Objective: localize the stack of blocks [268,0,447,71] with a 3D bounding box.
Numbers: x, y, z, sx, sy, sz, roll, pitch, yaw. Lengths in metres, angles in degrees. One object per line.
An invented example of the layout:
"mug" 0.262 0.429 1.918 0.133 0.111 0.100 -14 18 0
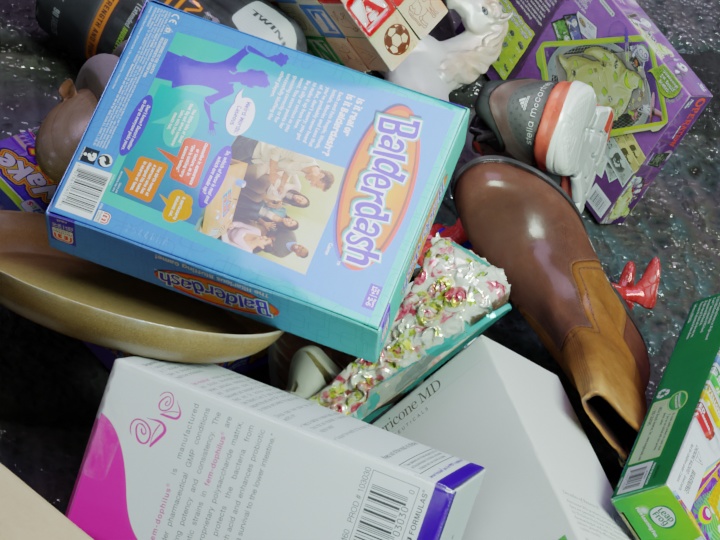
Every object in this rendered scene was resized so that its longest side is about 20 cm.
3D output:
"stack of blocks" -0.044 -0.196 1.883 0.059 0.200 0.115 -47 117 -18

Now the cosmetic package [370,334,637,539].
"cosmetic package" 0.089 0.151 1.623 0.085 0.108 0.201 28 28 -47

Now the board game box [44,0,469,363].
"board game box" -0.056 -0.052 1.602 0.199 0.045 0.153 20 64 8

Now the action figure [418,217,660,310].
"action figure" 0.094 -0.033 1.851 0.199 0.065 0.100 7 82 -18

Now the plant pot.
"plant pot" -0.137 0.012 1.614 0.199 0.028 0.200 16 13 -4

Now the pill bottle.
"pill bottle" -0.108 -0.147 1.862 0.200 0.107 0.106 37 42 15

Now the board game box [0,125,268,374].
"board game box" -0.136 -0.013 1.752 0.134 0.045 0.200 -25 60 -42

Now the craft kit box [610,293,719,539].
"craft kit box" 0.237 0.144 1.686 0.198 0.048 0.200 58 35 -22

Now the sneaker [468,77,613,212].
"sneaker" 0.115 -0.088 1.865 0.081 0.200 0.078 18 77 13

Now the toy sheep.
"toy sheep" -0.101 -0.083 1.711 0.199 0.138 0.138 -6 48 -25

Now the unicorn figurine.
"unicorn figurine" 0.034 -0.135 1.955 0.136 0.074 0.201 12 60 -11

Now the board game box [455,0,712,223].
"board game box" 0.151 -0.144 1.973 0.032 0.120 0.200 -5 48 -39

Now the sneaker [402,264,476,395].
"sneaker" 0.040 0.039 1.765 0.200 0.072 0.072 43 36 16

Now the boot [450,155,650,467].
"boot" 0.122 0.039 1.727 0.189 0.068 0.200 59 11 -24

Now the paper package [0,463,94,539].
"paper package" -0.255 0.168 1.459 0.200 0.104 0.190 38 42 14

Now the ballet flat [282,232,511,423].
"ballet flat" 0.001 0.054 1.642 0.064 0.200 0.076 50 12 5

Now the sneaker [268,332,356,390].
"sneaker" 0.000 0.000 1.708 0.071 0.201 0.080 18 16 22

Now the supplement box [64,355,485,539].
"supplement box" -0.046 0.124 1.556 0.199 0.102 0.103 21 7 11
